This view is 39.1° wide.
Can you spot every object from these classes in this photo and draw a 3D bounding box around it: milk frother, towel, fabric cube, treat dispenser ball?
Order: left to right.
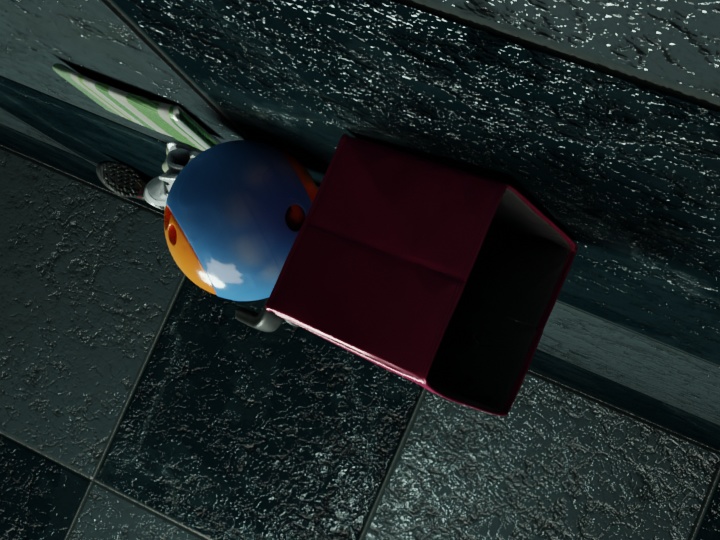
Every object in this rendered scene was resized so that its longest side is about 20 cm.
[{"bbox_3d":[-0.297,-0.219,1.371,0.200,0.023,0.153,24,175,20],"label":"towel"},{"bbox_3d":[-0.145,-0.062,1.271,0.200,0.201,0.201,24,175,2],"label":"treat dispenser ball"},{"bbox_3d":[-0.122,0.021,1.835,0.199,0.181,0.188,-1,-175,-29],"label":"milk frother"},{"bbox_3d":[0.065,0.008,1.016,0.199,0.200,0.196,21,176,34],"label":"fabric cube"}]

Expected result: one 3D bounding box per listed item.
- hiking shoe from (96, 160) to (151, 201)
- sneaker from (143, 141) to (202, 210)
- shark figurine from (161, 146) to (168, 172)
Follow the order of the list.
[{"bbox_3d":[-0.571,-0.213,2.479,0.101,0.076,0.200,14,170,47],"label":"hiking shoe"},{"bbox_3d":[-0.295,-0.153,1.628,0.199,0.075,0.115,-3,156,33],"label":"sneaker"},{"bbox_3d":[-0.282,-0.137,1.755,0.089,0.215,0.128,-13,153,-19],"label":"shark figurine"}]
